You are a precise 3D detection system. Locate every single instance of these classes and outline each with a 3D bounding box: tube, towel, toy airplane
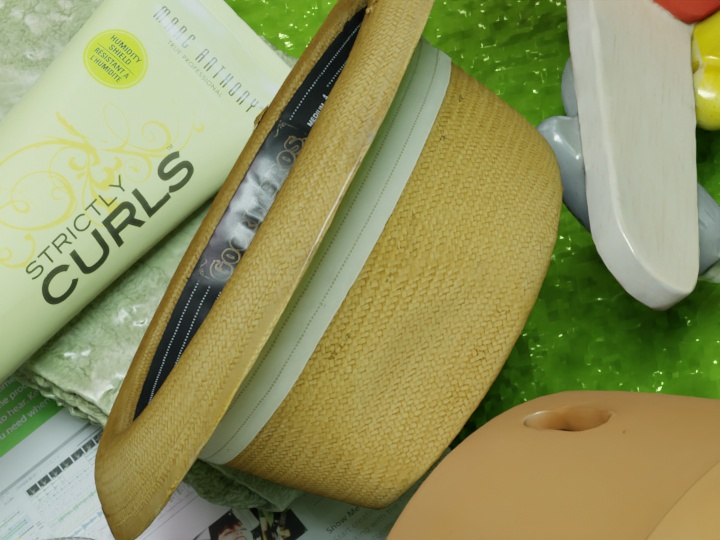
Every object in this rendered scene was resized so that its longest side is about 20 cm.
[{"bbox_3d":[-0.102,-0.013,0.772,0.052,0.058,0.200,27,64,40],"label":"tube"},{"bbox_3d":[-0.073,-0.021,0.822,0.200,0.037,0.149,29,70,15],"label":"towel"},{"bbox_3d":[0.091,-0.090,0.806,0.200,0.141,0.199,-30,69,-35],"label":"toy airplane"}]

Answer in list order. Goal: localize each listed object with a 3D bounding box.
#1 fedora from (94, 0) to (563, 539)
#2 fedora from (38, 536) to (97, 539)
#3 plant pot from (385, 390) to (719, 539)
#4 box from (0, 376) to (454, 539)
[{"bbox_3d":[0.000,0.000,0.706,0.082,0.201,0.201,30,69,-9],"label":"fedora"},{"bbox_3d":[-0.065,0.138,0.660,0.200,0.177,0.090,50,123,40],"label":"fedora"},{"bbox_3d":[0.089,0.117,0.666,0.140,0.200,0.200,21,68,45],"label":"plant pot"},{"bbox_3d":[-0.049,0.076,0.821,0.144,0.036,0.200,-38,57,-5],"label":"box"}]
